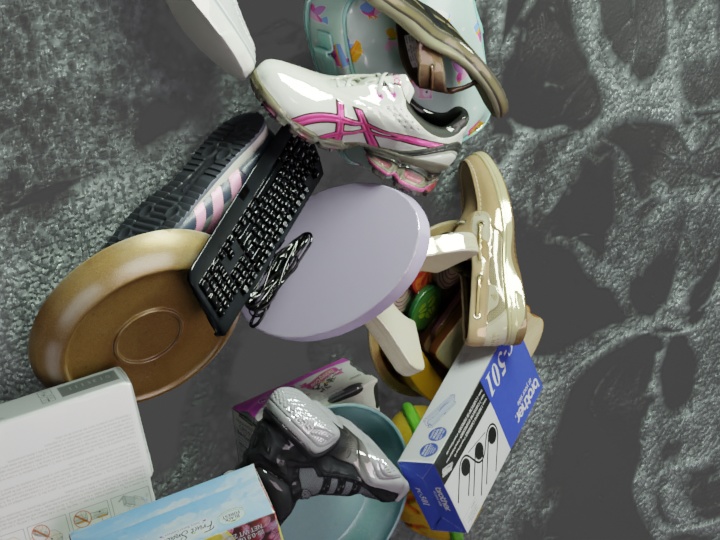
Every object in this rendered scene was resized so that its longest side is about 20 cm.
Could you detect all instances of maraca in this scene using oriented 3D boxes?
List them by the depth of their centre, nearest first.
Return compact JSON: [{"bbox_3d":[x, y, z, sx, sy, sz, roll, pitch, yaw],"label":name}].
[{"bbox_3d":[0.077,0.218,1.842,0.106,0.138,0.201,-19,132,-1],"label":"maraca"}]

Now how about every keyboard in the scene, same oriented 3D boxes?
[{"bbox_3d":[-0.074,-0.032,1.563,0.201,0.039,0.104,-60,143,-32],"label":"keyboard"}]

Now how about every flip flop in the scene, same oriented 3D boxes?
[{"bbox_3d":[0.055,-0.192,1.579,0.058,0.081,0.200,-47,129,12],"label":"flip flop"}]

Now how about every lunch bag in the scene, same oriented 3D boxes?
[{"bbox_3d":[0.031,-0.195,1.655,0.160,0.077,0.201,-29,124,-23],"label":"lunch bag"}]

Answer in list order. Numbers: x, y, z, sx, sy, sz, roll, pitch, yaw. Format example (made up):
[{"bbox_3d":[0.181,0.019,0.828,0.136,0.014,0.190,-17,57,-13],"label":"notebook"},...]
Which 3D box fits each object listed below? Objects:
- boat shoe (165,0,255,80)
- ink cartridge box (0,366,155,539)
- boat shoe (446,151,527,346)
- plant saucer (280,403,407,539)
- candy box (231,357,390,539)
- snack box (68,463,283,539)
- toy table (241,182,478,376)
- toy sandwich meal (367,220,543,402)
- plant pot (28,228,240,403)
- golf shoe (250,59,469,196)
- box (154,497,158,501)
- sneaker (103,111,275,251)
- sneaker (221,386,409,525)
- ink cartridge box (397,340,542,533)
[{"bbox_3d":[-0.131,-0.248,1.504,0.069,0.072,0.201,-45,123,-17],"label":"boat shoe"},{"bbox_3d":[-0.271,0.193,1.532,0.198,0.044,0.175,-17,113,-16],"label":"ink cartridge box"},{"bbox_3d":[0.113,-0.023,1.758,0.064,0.202,0.071,-4,154,-10],"label":"boat shoe"},{"bbox_3d":[-0.043,0.211,1.710,0.199,0.036,0.202,-15,117,-32],"label":"plant saucer"},{"bbox_3d":[-0.045,0.203,1.770,0.136,0.061,0.202,-21,122,-31],"label":"candy box"},{"bbox_3d":[-0.140,0.278,1.555,0.167,0.068,0.201,-20,134,-9],"label":"snack box"},{"bbox_3d":[0.000,0.000,1.657,0.117,0.199,0.186,18,66,-53],"label":"toy table"},{"bbox_3d":[0.094,0.050,1.820,0.204,0.070,0.207,-18,119,-35],"label":"toy sandwich meal"},{"bbox_3d":[-0.184,0.049,1.554,0.199,0.028,0.201,-22,142,-18],"label":"plant pot"},{"bbox_3d":[0.000,-0.143,1.572,0.199,0.073,0.092,23,117,-26],"label":"golf shoe"},{"bbox_3d":[-0.227,0.320,1.650,0.140,0.079,0.202,-18,119,-30],"label":"box"},{"bbox_3d":[-0.137,-0.043,1.579,0.200,0.070,0.082,-45,129,-16],"label":"sneaker"},{"bbox_3d":[-0.045,0.185,1.632,0.114,0.075,0.200,-48,136,4],"label":"sneaker"},{"bbox_3d":[0.108,0.145,1.746,0.201,0.044,0.094,-58,134,-39],"label":"ink cartridge box"}]
